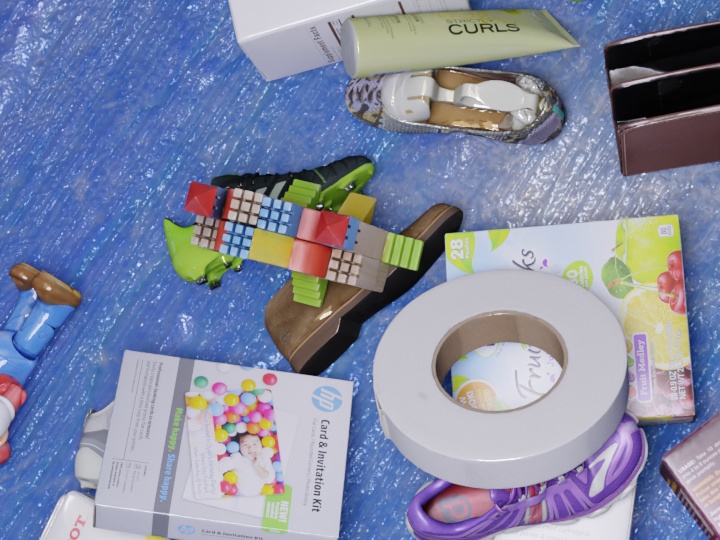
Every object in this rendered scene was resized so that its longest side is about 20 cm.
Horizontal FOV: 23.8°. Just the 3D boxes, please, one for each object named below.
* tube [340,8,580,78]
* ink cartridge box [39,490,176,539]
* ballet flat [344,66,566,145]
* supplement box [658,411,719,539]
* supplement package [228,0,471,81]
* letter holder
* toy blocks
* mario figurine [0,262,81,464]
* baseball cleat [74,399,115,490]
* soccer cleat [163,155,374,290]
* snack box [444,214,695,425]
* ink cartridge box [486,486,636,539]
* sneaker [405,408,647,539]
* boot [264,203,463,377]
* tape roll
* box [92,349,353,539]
[{"bbox_3d":[0.083,-0.201,1.467,0.198,0.052,0.058,-7,75,-16],"label":"tube"},{"bbox_3d":[-0.183,0.292,1.436,0.199,0.083,0.146,25,84,14],"label":"ink cartridge box"},{"bbox_3d":[0.080,-0.153,1.488,0.199,0.072,0.073,8,80,12],"label":"ballet flat"},{"bbox_3d":[0.328,0.209,1.349,0.085,0.110,0.201,-36,75,1],"label":"supplement box"},{"bbox_3d":[-0.014,-0.262,1.499,0.198,0.120,0.122,-14,77,7],"label":"supplement package"},{"bbox_3d":[0.305,-0.157,1.411,0.198,0.142,0.101,-9,77,8],"label":"letter holder"},{"bbox_3d":[-0.064,-0.029,1.385,0.199,0.137,0.101,14,89,19],"label":"toy blocks"},{"bbox_3d":[-0.329,0.086,1.488,0.105,0.123,0.201,26,80,1],"label":"mario figurine"},{"bbox_3d":[-0.150,0.155,1.466,0.198,0.070,0.107,8,80,11],"label":"baseball cleat"},{"bbox_3d":[-0.083,-0.060,1.500,0.199,0.068,0.081,-29,74,6],"label":"soccer cleat"},{"bbox_3d":[0.174,0.048,1.431,0.198,0.068,0.170,-5,78,11],"label":"snack box"},{"bbox_3d":[0.142,0.246,1.387,0.145,0.086,0.202,8,78,11],"label":"ink cartridge box"},{"bbox_3d":[0.129,0.166,1.320,0.199,0.083,0.081,-25,75,3],"label":"sneaker"},{"bbox_3d":[0.000,0.000,1.473,0.200,0.074,0.076,-41,68,3],"label":"boot"},{"bbox_3d":[0.109,0.081,1.331,0.201,0.037,0.204,-7,45,7],"label":"tape roll"},{"bbox_3d":[-0.111,0.151,1.417,0.198,0.041,0.157,9,51,-4],"label":"box"}]
